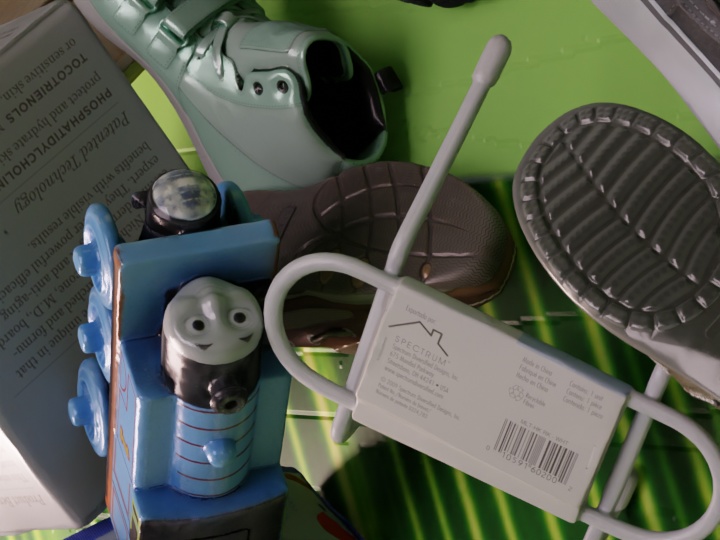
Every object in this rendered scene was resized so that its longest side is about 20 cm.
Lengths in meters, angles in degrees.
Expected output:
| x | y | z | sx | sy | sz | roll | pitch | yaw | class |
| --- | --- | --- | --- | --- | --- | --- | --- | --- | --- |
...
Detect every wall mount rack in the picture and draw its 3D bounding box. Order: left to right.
| x | y | z | sx | sy | sz | roll | pitch | yaw | class |
| --- | --- | --- | --- | --- | --- | --- | --- | --- | --- |
| 0.070 | 0.016 | 0.938 | 0.200 | 0.075 | 0.174 | 26 | 120 | 11 | wall mount rack |

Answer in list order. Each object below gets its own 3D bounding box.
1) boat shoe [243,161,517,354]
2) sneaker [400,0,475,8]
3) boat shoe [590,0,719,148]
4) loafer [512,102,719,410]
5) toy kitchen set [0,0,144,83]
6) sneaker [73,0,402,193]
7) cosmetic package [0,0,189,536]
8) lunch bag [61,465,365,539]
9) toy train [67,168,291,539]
| x | y | z | sx | sy | sz | roll | pitch | yaw | class |
| --- | --- | --- | --- | --- | --- | --- | --- | --- | --- |
| 0.000 | 0.000 | 1.084 | 0.200 | 0.072 | 0.076 | 1 | 56 | 48 | boat shoe |
| 0.058 | -0.172 | 0.994 | 0.200 | 0.077 | 0.080 | -15 | 69 | 53 | sneaker |
| 0.131 | -0.100 | 0.874 | 0.057 | 0.069 | 0.200 | -44 | 77 | 27 | boat shoe |
| 0.132 | 0.018 | 0.865 | 0.075 | 0.070 | 0.200 | -42 | 63 | -2 | loafer |
| -0.170 | -0.187 | 1.328 | 0.200 | 0.180 | 0.163 | 44 | 90 | 5 | toy kitchen set |
| -0.059 | -0.122 | 1.109 | 0.201 | 0.074 | 0.118 | 55 | 146 | -11 | sneaker |
| -0.180 | 0.005 | 1.179 | 0.167 | 0.166 | 0.200 | -10 | 120 | 54 | cosmetic package |
| -0.069 | 0.192 | 1.092 | 0.170 | 0.200 | 0.124 | 45 | 159 | 43 | lunch bag |
| -0.074 | 0.049 | 1.029 | 0.200 | 0.087 | 0.114 | 100 | 153 | -49 | toy train |
